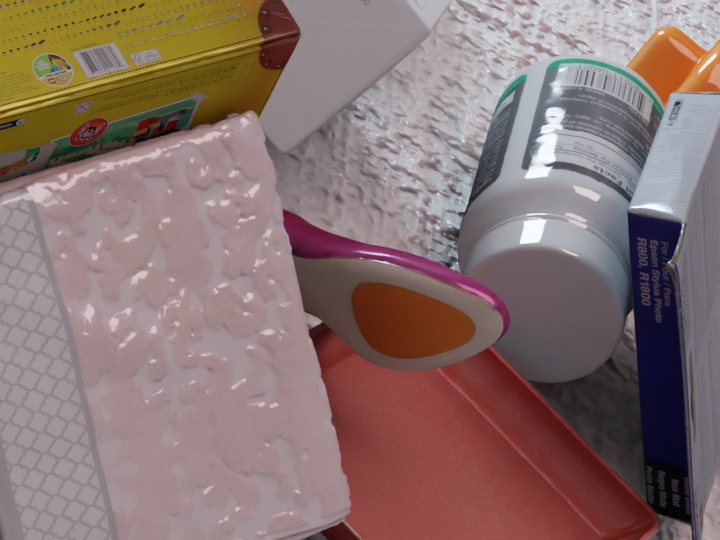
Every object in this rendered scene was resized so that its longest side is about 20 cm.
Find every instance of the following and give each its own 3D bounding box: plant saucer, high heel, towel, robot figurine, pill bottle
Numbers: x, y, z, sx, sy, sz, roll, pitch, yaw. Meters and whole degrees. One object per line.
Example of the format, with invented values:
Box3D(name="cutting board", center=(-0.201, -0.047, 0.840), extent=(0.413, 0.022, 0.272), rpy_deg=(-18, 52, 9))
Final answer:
Box3D(name="plant saucer", center=(0.039, 0.108, 1.406), extent=(0.200, 0.037, 0.200), rpy_deg=(45, 35, 10))
Box3D(name="high heel", center=(0.000, 0.000, 1.397), extent=(0.096, 0.200, 0.068), rpy_deg=(-45, 128, -48))
Box3D(name="towel", center=(-0.102, 0.045, 1.223), extent=(0.191, 0.032, 0.201), rpy_deg=(-18, 100, -33))
Box3D(name="robot figurine", center=(0.250, -0.071, 1.727), extent=(0.200, 0.144, 0.117), rpy_deg=(40, 63, 2))
Box3D(name="pill bottle", center=(0.117, -0.031, 1.565), extent=(0.113, 0.113, 0.200), rpy_deg=(32, 36, -9))

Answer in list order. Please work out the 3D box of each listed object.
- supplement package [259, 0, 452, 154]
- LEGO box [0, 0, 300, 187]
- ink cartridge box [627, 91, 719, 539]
Box3D(name="supplement package", center=(-0.023, -0.158, 1.520), extent=(0.114, 0.109, 0.200), rpy_deg=(50, 15, -5))
Box3D(name="LEGO box", center=(-0.146, -0.073, 1.255), extent=(0.200, 0.149, 0.077), rpy_deg=(-18, 65, -33))
Box3D(name="ink cartridge box", center=(0.179, 0.031, 1.498), extent=(0.040, 0.200, 0.200), rpy_deg=(1, 29, 16))
